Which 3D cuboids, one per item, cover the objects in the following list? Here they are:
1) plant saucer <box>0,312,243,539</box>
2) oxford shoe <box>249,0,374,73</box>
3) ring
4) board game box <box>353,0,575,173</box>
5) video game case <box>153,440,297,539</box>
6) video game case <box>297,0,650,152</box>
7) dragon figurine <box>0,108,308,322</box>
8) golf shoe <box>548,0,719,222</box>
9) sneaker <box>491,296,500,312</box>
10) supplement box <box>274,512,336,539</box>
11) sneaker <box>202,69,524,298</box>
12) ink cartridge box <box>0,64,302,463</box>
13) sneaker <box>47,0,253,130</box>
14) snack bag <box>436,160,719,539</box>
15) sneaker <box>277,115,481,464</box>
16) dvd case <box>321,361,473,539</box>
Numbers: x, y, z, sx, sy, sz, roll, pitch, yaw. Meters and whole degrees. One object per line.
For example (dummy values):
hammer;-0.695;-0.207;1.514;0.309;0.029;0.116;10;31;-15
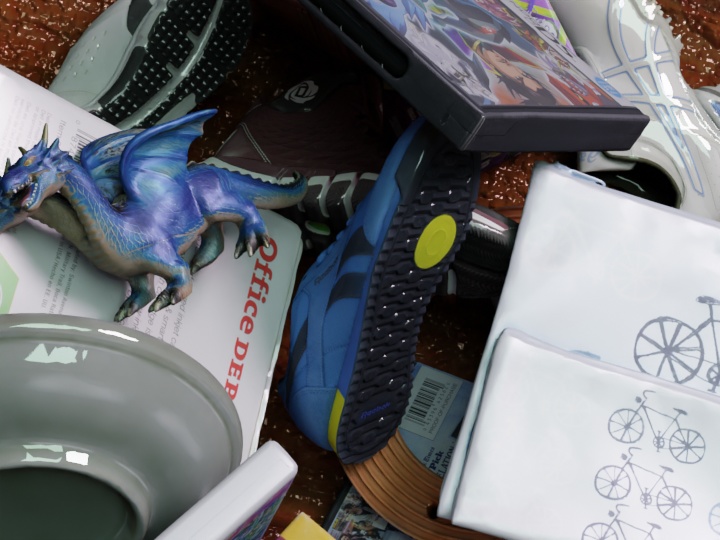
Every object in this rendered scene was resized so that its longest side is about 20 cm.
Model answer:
plant saucer;-0.153;0.100;0.875;0.198;0.201;0.051;5;48;-14
oxford shoe;-0.015;-0.167;1.058;0.199;0.071;0.074;24;77;8
ring;0.078;0.058;0.996;0.199;0.019;0.202;-8;62;16
board game box;0.045;-0.156;1.096;0.119;0.032;0.201;-27;79;6
video game case;-0.119;0.174;0.869;0.200;0.182;0.024;-40;79;-24
video game case;0.042;-0.126;0.958;0.181;0.026;0.199;45;24;21
dragon figurine;-0.095;-0.042;0.888;0.199;0.059;0.100;-33;103;-39
golf shoe;0.152;-0.103;1.107;0.097;0.078;0.200;-42;84;-18
sneaker;0.167;0.047;1.056;0.200;0.076;0.080;47;60;4
supplement box;-0.043;0.240;0.883;0.131;0.103;0.200;38;71;18
sneaker;0.013;-0.061;1.028;0.198;0.076;0.116;15;56;16
ink cartridge box;-0.140;0.010;0.935;0.199;0.084;0.147;29;65;-34
sneaker;-0.143;-0.085;1.029;0.200;0.080;0.074;-49;126;-12
snack bag;0.153;0.058;0.941;0.187;0.021;0.202;17;75;0
sneaker;0.000;0.000;0.950;0.066;0.201;0.078;-11;39;-43
dvd case;0.083;0.141;0.980;0.199;0.018;0.143;20;65;21
